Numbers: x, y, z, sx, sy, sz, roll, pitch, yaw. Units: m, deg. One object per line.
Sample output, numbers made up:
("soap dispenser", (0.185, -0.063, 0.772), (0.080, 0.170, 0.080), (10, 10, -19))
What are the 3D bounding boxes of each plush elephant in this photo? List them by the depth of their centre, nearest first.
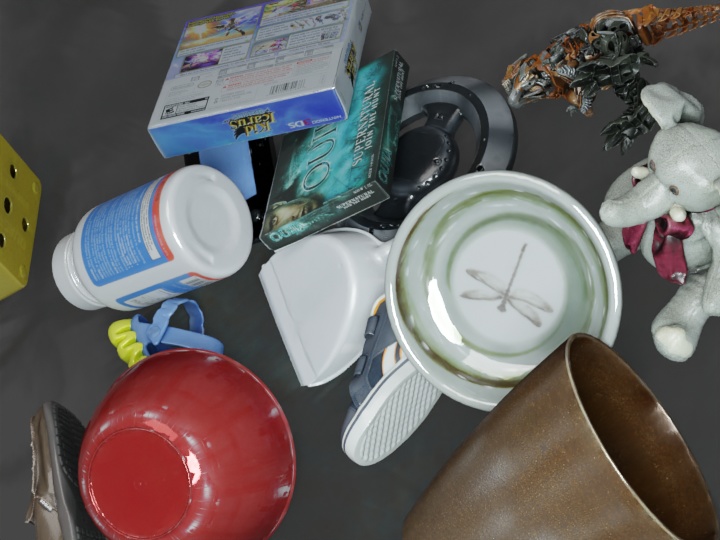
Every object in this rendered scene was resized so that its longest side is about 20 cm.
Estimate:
("plush elephant", (0.256, -0.053, 1.207), (0.200, 0.155, 0.165), (-38, 53, 7))

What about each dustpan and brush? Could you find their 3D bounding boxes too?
("dustpan and brush", (0.000, 0.000, 1.363), (0.200, 0.057, 0.140), (-45, 56, 38))

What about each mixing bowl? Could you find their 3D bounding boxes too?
("mixing bowl", (-0.166, 0.173, 1.293), (0.200, 0.108, 0.200), (2, 97, 18))

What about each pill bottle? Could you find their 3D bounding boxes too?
("pill bottle", (-0.209, -0.024, 1.459), (0.200, 0.112, 0.112), (-18, 55, 39))

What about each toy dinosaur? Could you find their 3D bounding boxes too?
("toy dinosaur", (0.223, -0.194, 1.350), (0.200, 0.102, 0.136), (-41, 32, 30))

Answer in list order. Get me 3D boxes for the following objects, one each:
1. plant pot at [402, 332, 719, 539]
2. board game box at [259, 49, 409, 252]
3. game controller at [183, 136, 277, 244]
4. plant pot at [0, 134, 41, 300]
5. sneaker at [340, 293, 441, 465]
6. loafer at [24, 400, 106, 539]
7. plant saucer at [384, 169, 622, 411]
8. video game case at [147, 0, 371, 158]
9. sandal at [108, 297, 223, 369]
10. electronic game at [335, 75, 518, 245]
("plant pot", (0.137, 0.180, 1.150), (0.200, 0.187, 0.187), (-37, 52, 22))
("board game box", (-0.023, -0.115, 1.423), (0.135, 0.028, 0.200), (-25, 35, 28))
("game controller", (-0.132, -0.104, 1.521), (0.104, 0.042, 0.200), (-23, 55, 16))
("plant pot", (-0.452, -0.061, 1.591), (0.176, 0.200, 0.200), (-6, 61, 13))
("sneaker", (0.036, 0.077, 1.309), (0.079, 0.078, 0.200), (29, 69, 32))
("loafer", (-0.290, 0.215, 1.414), (0.071, 0.073, 0.200), (-24, 55, 14))
("plant saucer", (0.120, 0.015, 1.232), (0.200, 0.050, 0.200), (5, 102, 21))
("video game case", (-0.097, -0.202, 1.499), (0.200, 0.045, 0.181), (-9, 42, 19))
("sandal", (-0.163, 0.093, 1.411), (0.087, 0.079, 0.200), (-40, 54, 0))
("electronic game", (0.057, -0.099, 1.413), (0.200, 0.042, 0.200), (-19, 51, 25))
